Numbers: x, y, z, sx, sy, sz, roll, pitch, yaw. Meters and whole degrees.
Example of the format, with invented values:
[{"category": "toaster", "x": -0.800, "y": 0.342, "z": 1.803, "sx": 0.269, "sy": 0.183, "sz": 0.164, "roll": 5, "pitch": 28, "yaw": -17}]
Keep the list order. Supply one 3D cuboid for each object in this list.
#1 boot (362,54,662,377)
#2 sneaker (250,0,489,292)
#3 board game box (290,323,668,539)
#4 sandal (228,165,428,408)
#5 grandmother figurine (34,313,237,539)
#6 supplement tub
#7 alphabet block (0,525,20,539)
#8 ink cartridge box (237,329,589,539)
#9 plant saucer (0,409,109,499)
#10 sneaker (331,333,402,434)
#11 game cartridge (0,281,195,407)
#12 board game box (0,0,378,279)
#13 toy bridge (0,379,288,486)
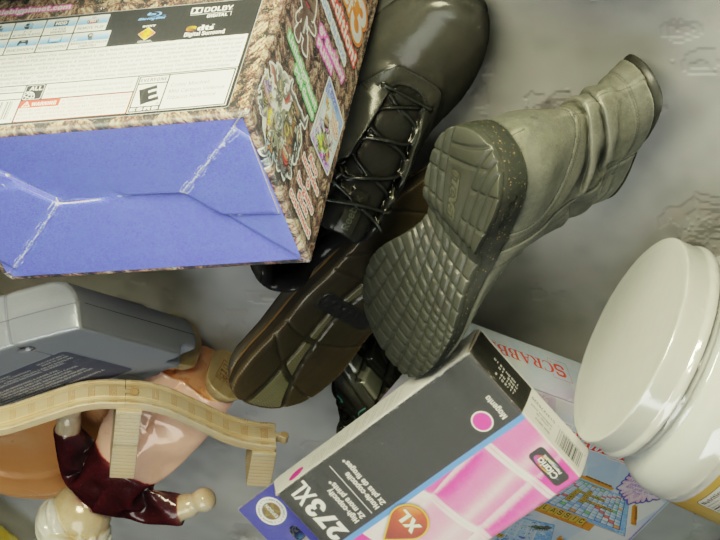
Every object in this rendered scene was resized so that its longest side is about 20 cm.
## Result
[{"category": "boot", "x": 0.085, "y": -0.024, "z": 1.067, "sx": 0.068, "sy": 0.130, "sz": 0.200, "roll": 55, "pitch": 146, "yaw": 21}, {"category": "sneaker", "x": 0.004, "y": -0.064, "z": 1.052, "sx": 0.076, "sy": 0.091, "sz": 0.200, "roll": 23, "pitch": 126, "yaw": -22}, {"category": "board game box", "x": 0.080, "y": 0.133, "z": 1.220, "sx": 0.199, "sy": 0.041, "sz": 0.200, "roll": 21, "pitch": 124, "yaw": -31}, {"category": "sandal", "x": 0.000, "y": 0.000, "z": 1.140, "sx": 0.200, "sy": 0.055, "sz": 0.082, "roll": -44, "pitch": 132, "yaw": 19}, {"category": "grandmother figurine", "x": -0.148, "y": 0.122, "z": 1.309, "sx": 0.121, "sy": 0.061, "sz": 0.200, "roll": 41, "pitch": 121, "yaw": -2}, {"category": "supplement tub", "x": 0.233, "y": 0.077, "z": 1.118, "sx": 0.199, "sy": 0.145, "sz": 0.145, "roll": 25, "pitch": 138, "yaw": -12}, {"category": "alphabet block", "x": -0.380, "y": 0.251, "z": 1.432, "sx": 0.195, "sy": 0.201, "sz": 0.196, "roll": -16, "pitch": 132, "yaw": 36}, {"category": "ink cartridge box", "x": 0.024, "y": 0.125, "z": 1.136, "sx": 0.200, "sy": 0.037, "sz": 0.095, "roll": -38, "pitch": 100, "yaw": 30}, {"category": "plant saucer", "x": -0.240, "y": 0.093, "z": 1.356, "sx": 0.199, "sy": 0.032, "sz": 0.201, "roll": 8, "pitch": 138, "yaw": 7}, {"category": "sneaker", "x": 0.012, "y": 0.086, "z": 1.244, "sx": 0.079, "sy": 0.076, "sz": 0.200, "roll": -15, "pitch": 131, "yaw": 32}, {"category": "game cartridge", "x": -0.216, "y": 0.058, "z": 1.215, "sx": 0.199, "sy": 0.041, "sz": 0.133, "roll": -21, "pitch": 162, "yaw": 27}, {"category": "board game box", "x": -0.091, "y": -0.105, "z": 0.961, "sx": 0.159, "sy": 0.201, "sz": 0.097, "roll": -2, "pitch": 138, "yaw": 19}, {"category": "toy bridge", "x": -0.143, "y": 0.097, "z": 1.231, "sx": 0.199, "sy": 0.027, "sz": 0.067, "roll": 3, "pitch": 132, "yaw": -9}]
